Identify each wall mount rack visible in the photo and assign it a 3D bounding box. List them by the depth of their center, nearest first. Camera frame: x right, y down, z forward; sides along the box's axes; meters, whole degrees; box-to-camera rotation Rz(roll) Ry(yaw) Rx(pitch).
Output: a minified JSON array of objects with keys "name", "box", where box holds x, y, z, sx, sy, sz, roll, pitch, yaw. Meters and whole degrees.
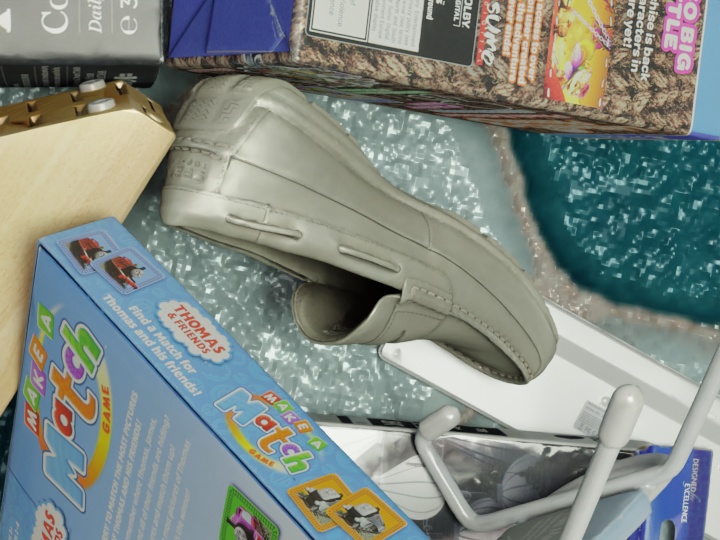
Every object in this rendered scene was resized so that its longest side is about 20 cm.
[{"name":"wall mount rack","box":[0.065,0.075,0.710,0.174,0.200,0.075,-24,96,37]}]

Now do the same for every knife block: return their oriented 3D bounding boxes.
[{"name":"knife block","box":[-0.151,0.036,0.730,0.200,0.064,0.176,-14,107,-7]}]

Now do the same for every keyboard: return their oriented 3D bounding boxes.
[{"name":"keyboard","box":[0.106,0.059,0.858,0.200,0.011,0.056,29,92,-8]}]

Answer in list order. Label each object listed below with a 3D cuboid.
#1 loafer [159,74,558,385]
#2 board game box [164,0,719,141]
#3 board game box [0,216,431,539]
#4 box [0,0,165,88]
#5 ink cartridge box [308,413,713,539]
[{"name":"loafer","box":[0.000,0.000,0.771,0.200,0.070,0.070,34,70,-34]},{"name":"board game box","box":[0.043,-0.140,0.764,0.200,0.097,0.160,8,89,-33]},{"name":"board game box","box":[-0.048,0.100,0.665,0.037,0.151,0.200,-22,52,-37]},{"name":"box","box":[-0.173,-0.170,0.754,0.196,0.124,0.200,-1,91,-7]},{"name":"ink cartridge box","box":[0.050,0.114,0.831,0.200,0.039,0.100,4,91,-8]}]
